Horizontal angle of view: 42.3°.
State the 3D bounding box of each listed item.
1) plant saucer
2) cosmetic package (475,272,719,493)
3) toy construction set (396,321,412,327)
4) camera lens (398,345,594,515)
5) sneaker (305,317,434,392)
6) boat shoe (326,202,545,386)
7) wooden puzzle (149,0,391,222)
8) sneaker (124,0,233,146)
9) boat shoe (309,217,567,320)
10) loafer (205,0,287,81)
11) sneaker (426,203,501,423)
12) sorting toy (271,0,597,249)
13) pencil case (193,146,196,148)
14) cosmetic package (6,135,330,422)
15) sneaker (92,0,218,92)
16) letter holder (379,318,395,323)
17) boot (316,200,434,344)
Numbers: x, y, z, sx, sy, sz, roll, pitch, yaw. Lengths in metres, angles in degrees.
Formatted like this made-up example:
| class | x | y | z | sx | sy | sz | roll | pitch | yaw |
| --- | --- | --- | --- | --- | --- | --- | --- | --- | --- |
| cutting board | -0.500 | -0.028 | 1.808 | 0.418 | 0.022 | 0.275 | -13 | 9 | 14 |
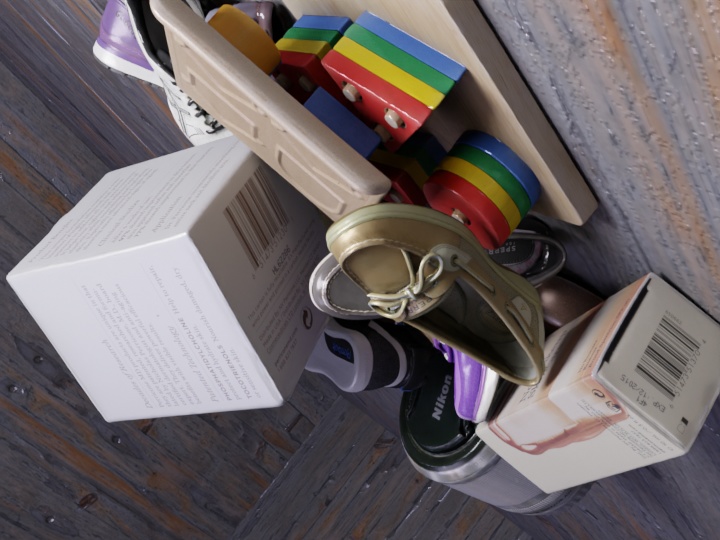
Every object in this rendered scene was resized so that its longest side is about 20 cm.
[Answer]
| class | x | y | z | sx | sy | sz | roll | pitch | yaw |
| --- | --- | --- | --- | --- | --- | --- | --- | --- | --- |
| plant saucer | 0.178 | 0.069 | 0.845 | 0.198 | 0.035 | 0.201 | 30 | 159 | 13 |
| cosmetic package | 0.180 | 0.093 | 0.713 | 0.087 | 0.104 | 0.200 | 38 | 152 | 0 |
| toy construction set | 0.047 | -0.001 | 0.982 | 0.201 | 0.091 | 0.132 | 55 | -165 | -29 |
| camera lens | 0.151 | 0.169 | 1.011 | 0.199 | 0.162 | 0.159 | 30 | 178 | -37 |
| sneaker | 0.005 | 0.075 | 0.936 | 0.110 | 0.074 | 0.200 | 7 | -167 | -25 |
| boat shoe | 0.059 | 0.020 | 0.625 | 0.200 | 0.073 | 0.064 | 32 | -140 | -40 |
| wooden puzzle | -0.054 | -0.107 | 0.644 | 0.185 | 0.046 | 0.200 | 41 | 174 | 0 |
| sneaker | -0.144 | -0.163 | 0.788 | 0.202 | 0.075 | 0.088 | 59 | -174 | -17 |
| boat shoe | 0.061 | -0.004 | 0.696 | 0.057 | 0.197 | 0.068 | -152 | 53 | -69 |
| loafer | -0.059 | -0.150 | 0.806 | 0.062 | 0.073 | 0.200 | -13 | 142 | 23 |
| sneaker | 0.069 | 0.029 | 0.779 | 0.081 | 0.082 | 0.203 | 79 | 179 | -77 |
| sorting toy | 0.035 | -0.103 | 0.646 | 0.200 | 0.070 | 0.198 | 48 | 167 | -34 |
| pencil case | -0.143 | -0.089 | 0.958 | 0.087 | 0.088 | 0.200 | 41 | -179 | -8 |
| cosmetic package | -0.146 | 0.006 | 0.790 | 0.197 | 0.168 | 0.168 | -10 | 122 | 30 |
| sneaker | -0.138 | -0.201 | 0.851 | 0.197 | 0.088 | 0.076 | 19 | -154 | -15 |
| letter holder | -0.035 | 0.011 | 1.076 | 0.099 | 0.144 | 0.200 | -9 | 147 | 20 |
| boot | 0.000 | 0.000 | 0.874 | 0.154 | 0.073 | 0.201 | -21 | 113 | 39 |
